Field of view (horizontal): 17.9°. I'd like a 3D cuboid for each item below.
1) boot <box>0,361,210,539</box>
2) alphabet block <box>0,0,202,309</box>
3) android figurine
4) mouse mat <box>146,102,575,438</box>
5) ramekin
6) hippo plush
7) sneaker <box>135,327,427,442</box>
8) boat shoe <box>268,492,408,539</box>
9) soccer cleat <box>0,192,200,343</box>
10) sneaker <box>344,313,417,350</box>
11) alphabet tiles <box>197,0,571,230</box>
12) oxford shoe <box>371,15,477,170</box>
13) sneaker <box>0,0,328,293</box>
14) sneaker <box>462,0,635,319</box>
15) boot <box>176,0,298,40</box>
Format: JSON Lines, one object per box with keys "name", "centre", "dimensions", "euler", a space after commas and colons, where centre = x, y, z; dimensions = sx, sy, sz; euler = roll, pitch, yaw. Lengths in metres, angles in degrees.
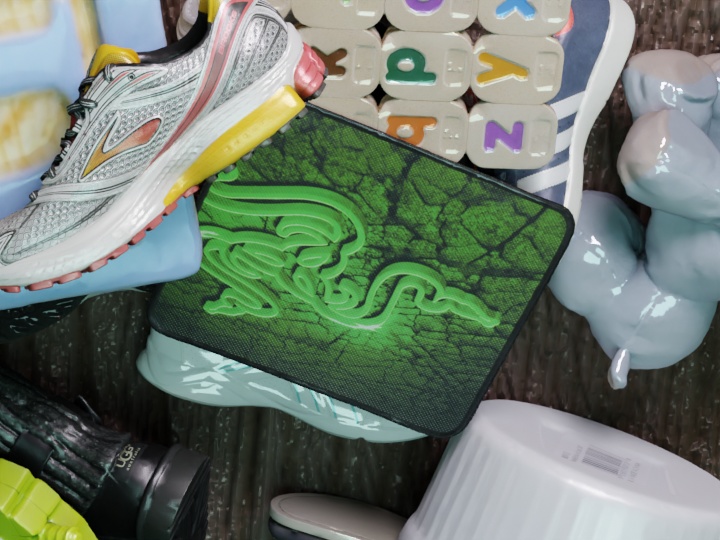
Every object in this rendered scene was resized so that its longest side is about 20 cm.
{"name": "boot", "centre": [-0.174, 0.142, 1.360], "dimensions": [0.158, 0.079, 0.211], "euler": [20, 139, 8]}
{"name": "alphabet block", "centre": [-0.196, -0.103, 1.207], "dimensions": [0.195, 0.200, 0.197], "euler": [-8, 111, -5]}
{"name": "android figurine", "centre": [-0.226, 0.159, 1.318], "dimensions": [0.200, 0.041, 0.182], "euler": [4, 135, 32]}
{"name": "mouse mat", "centre": [0.000, 0.000, 1.262], "dimensions": [0.200, 0.008, 0.161], "euler": [22, 113, -13]}
{"name": "ramekin", "centre": [0.131, 0.152, 1.356], "dimensions": [0.200, 0.200, 0.098], "euler": [17, 100, -14]}
{"name": "hippo plush", "centre": [0.196, -0.022, 1.349], "dimensions": [0.200, 0.159, 0.161], "euler": [41, 131, -5]}
{"name": "sneaker", "centre": [-0.028, 0.049, 1.359], "dimensions": [0.200, 0.070, 0.080], "euler": [13, 105, -12]}
{"name": "boat shoe", "centre": [0.029, 0.192, 1.419], "dimensions": [0.200, 0.073, 0.063], "euler": [18, 104, -19]}
{"name": "soccer cleat", "centre": [-0.144, -0.018, 1.315], "dimensions": [0.200, 0.073, 0.068], "euler": [-16, 132, -4]}
{"name": "sneaker", "centre": [0.008, 0.000, 1.306], "dimensions": [0.200, 0.071, 0.083], "euler": [54, 53, -24]}
{"name": "alphabet tiles", "centre": [0.011, -0.112, 1.215], "dimensions": [0.195, 0.015, 0.200], "euler": [1, 121, -3]}
{"name": "oxford shoe", "centre": [0.026, -0.070, 1.319], "dimensions": [0.071, 0.073, 0.200], "euler": [-27, 112, 1]}
{"name": "sneaker", "centre": [-0.116, -0.064, 1.092], "dimensions": [0.200, 0.078, 0.082], "euler": [-39, 107, -4]}
{"name": "sneaker", "centre": [0.084, -0.075, 1.303], "dimensions": [0.084, 0.075, 0.200], "euler": [20, 82, -24]}
{"name": "boot", "centre": [-0.027, -0.182, 1.238], "dimensions": [0.200, 0.074, 0.096], "euler": [-19, 136, 19]}
